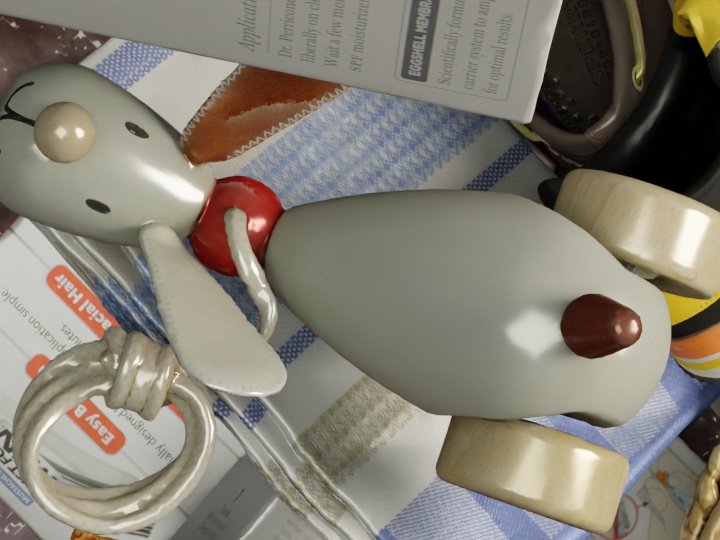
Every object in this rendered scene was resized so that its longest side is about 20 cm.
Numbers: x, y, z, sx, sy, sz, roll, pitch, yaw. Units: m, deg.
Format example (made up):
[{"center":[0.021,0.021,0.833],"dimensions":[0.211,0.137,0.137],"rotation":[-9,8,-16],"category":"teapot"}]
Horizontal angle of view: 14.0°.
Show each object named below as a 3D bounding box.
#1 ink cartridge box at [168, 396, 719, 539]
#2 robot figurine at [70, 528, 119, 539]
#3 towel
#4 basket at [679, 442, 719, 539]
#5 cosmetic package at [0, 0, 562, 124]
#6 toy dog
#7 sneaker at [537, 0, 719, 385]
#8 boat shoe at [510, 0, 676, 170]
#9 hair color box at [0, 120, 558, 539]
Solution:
[{"center":[0.039,0.093,0.918],"dimensions":[0.160,0.047,0.200],"rotation":[44,82,-22],"category":"ink cartridge box"},{"center":[-0.010,0.152,0.844],"dimensions":[0.200,0.058,0.145],"rotation":[21,120,-13],"category":"robot figurine"},{"center":[0.000,0.000,0.839],"dimensions":[0.200,0.024,0.147],"rotation":[47,55,1],"category":"towel"},{"center":[0.188,0.074,0.887],"dimensions":[0.143,0.149,0.200],"rotation":[34,101,21],"category":"basket"},{"center":[-0.031,-0.165,0.713],"dimensions":[0.200,0.123,0.200],"rotation":[13,63,1],"category":"cosmetic package"},{"center":[0.001,0.000,0.746],"dimensions":[0.200,0.096,0.132],"rotation":[0,82,-3],"category":"toy dog"},{"center":[0.134,-0.064,0.814],"dimensions":[0.090,0.070,0.200],"rotation":[37,98,-31],"category":"sneaker"},{"center":[0.041,-0.118,0.888],"dimensions":[0.072,0.060,0.200],"rotation":[-29,75,18],"category":"boat shoe"},{"center":[-0.044,-0.003,0.929],"dimensions":[0.111,0.064,0.200],"rotation":[45,98,0],"category":"hair color box"}]
